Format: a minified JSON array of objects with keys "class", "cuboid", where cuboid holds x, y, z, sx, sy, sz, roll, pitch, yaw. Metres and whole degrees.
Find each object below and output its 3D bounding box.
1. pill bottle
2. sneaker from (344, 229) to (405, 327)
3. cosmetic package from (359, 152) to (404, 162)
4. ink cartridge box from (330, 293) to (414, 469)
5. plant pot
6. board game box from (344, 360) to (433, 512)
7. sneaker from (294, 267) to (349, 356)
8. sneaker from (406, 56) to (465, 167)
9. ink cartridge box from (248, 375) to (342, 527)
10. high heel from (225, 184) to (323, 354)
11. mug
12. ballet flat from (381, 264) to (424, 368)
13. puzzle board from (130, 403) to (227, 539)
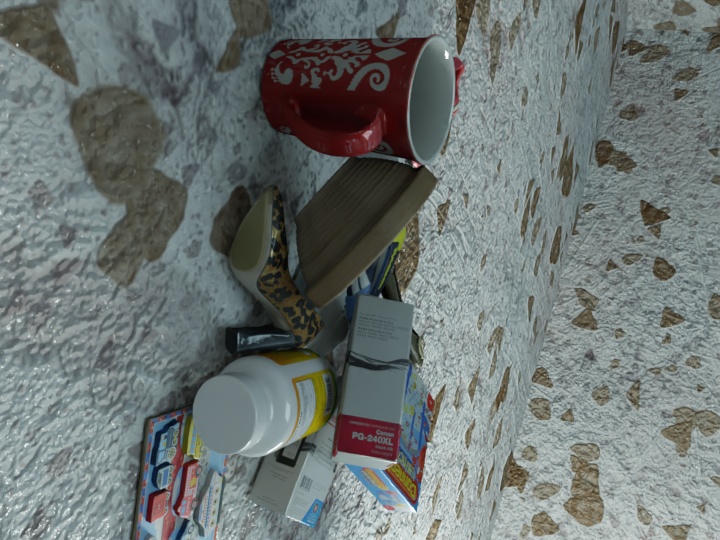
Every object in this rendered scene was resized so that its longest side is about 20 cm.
[{"class":"pill bottle","cuboid":[-0.110,0.155,0.787,0.199,0.109,0.114,6,97,-69]},{"class":"sneaker","cuboid":[0.000,0.000,1.013,0.203,0.081,0.074,-67,168,23]},{"class":"cosmetic package","cuboid":[0.058,-0.231,0.988,0.200,0.100,0.076,-42,138,-48]},{"class":"ink cartridge box","cuboid":[0.015,0.151,0.884,0.146,0.081,0.205,102,-2,-70]},{"class":"plant pot","cuboid":[-0.011,-0.062,0.756,0.201,0.093,0.201,-46,-175,5]},{"class":"board game box","cuboid":[0.051,0.250,1.055,0.201,0.055,0.199,58,37,-45]},{"class":"sneaker","cuboid":[-0.042,0.028,0.940,0.202,0.073,0.116,-59,151,-15]},{"class":"sneaker","cuboid":[0.125,-0.271,1.119,0.073,0.085,0.206,8,94,-63]},{"class":"ink cartridge box","cuboid":[-0.076,0.256,0.968,0.204,0.066,0.116,-67,154,-20]},{"class":"high heel","cuboid":[-0.086,0.000,0.794,0.141,0.071,0.205,-2,111,-46]},{"class":"mug","cuboid":[-0.015,-0.200,0.737,0.176,0.196,0.137,-16,116,-60]},{"class":"ballet flat","cuboid":[0.065,0.059,1.074,0.067,0.045,0.204,61,6,-82]},{"class":"puzzle board","cuboid":[-0.202,0.254,0.769,0.150,0.017,0.206,-5,106,-63]}]
